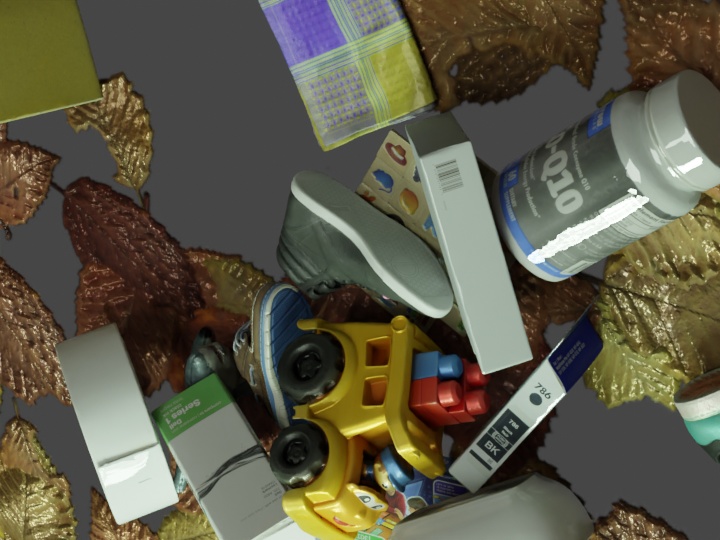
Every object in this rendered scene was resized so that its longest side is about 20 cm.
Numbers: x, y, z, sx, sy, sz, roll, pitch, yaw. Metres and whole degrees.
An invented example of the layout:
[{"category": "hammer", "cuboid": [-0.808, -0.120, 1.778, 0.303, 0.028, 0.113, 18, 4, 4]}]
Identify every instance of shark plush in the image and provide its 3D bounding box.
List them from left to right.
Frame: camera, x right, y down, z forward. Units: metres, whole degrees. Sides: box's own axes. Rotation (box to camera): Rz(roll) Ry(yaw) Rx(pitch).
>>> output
[{"category": "shark plush", "cuboid": [-0.179, 0.147, 1.813, 0.091, 0.083, 0.201, 39, 126, 9]}]

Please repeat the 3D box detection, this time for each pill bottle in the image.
[{"category": "pill bottle", "cuboid": [0.217, -0.081, 1.449, 0.199, 0.114, 0.114, -31, 94, 37]}]

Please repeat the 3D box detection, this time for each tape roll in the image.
[{"category": "tape roll", "cuboid": [-0.254, 0.160, 1.796, 0.070, 0.202, 0.204, -19, 106, -9]}]

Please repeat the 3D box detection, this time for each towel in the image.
[{"category": "towel", "cuboid": [-0.019, -0.219, 1.584, 0.143, 0.023, 0.202, -13, 105, 36]}]

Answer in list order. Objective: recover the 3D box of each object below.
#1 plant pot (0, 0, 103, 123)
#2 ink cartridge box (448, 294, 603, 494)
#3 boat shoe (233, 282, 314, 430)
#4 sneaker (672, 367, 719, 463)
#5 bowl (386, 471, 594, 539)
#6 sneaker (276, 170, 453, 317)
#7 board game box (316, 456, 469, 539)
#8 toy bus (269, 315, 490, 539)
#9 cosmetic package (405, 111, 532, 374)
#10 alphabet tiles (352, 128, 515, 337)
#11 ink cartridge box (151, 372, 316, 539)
[{"category": "plant pot", "cuboid": [-0.398, -0.250, 1.700, 0.194, 0.194, 0.202, 1, 104, 31]}, {"category": "ink cartridge box", "cuboid": [0.162, 0.116, 1.583, 0.039, 0.099, 0.201, 40, 128, 7]}, {"category": "boat shoe", "cuboid": [-0.091, 0.084, 1.715, 0.072, 0.072, 0.201, 26, 140, 29]}, {"category": "sneaker", "cuboid": [0.371, 0.114, 1.481, 0.199, 0.071, 0.080, -21, 105, 41]}, {"category": "bowl", "cuboid": [0.112, 0.247, 1.607, 0.198, 0.200, 0.075, -19, 86, 14]}, {"category": "sneaker", "cuboid": [0.000, 0.000, 1.641, 0.200, 0.071, 0.100, 39, 129, 18]}, {"category": "board game box", "cuboid": [0.027, 0.244, 1.764, 0.198, 0.034, 0.137, 12, 118, 25]}, {"category": "toy bus", "cuboid": [0.027, 0.145, 1.618, 0.190, 0.202, 0.136, -7, 151, 26]}, {"category": "cosmetic package", "cuboid": [0.094, -0.028, 1.518, 0.051, 0.151, 0.202, -17, 106, -1]}, {"category": "alphabet tiles", "cuboid": [0.065, -0.035, 1.630, 0.166, 0.006, 0.201, 39, 126, 11]}, {"category": "ink cartridge box", "cuboid": [-0.118, 0.227, 1.727, 0.200, 0.084, 0.147, 55, 171, 39]}]
